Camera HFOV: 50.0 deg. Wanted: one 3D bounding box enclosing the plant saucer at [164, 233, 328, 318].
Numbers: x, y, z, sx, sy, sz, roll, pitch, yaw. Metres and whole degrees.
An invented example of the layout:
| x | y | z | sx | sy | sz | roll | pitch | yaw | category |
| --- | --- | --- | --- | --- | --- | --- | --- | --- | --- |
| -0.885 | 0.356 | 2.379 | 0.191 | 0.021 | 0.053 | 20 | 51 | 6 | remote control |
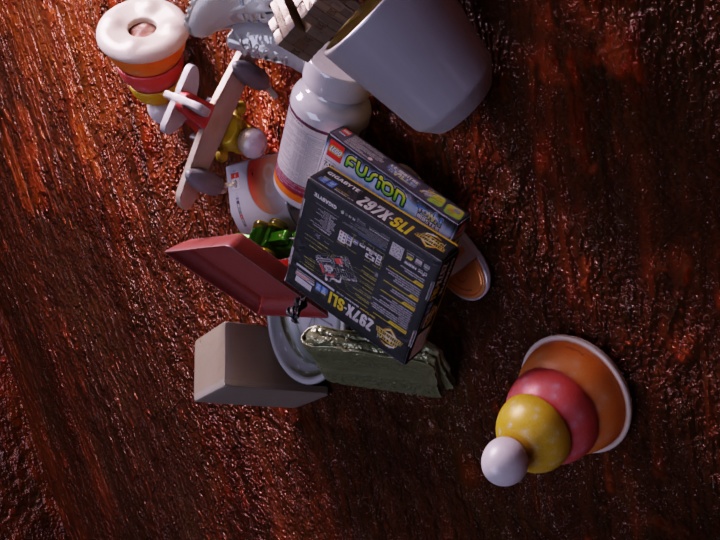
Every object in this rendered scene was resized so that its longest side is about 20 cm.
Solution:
| x | y | z | sx | sy | sz | roll | pitch | yaw | category |
| --- | --- | --- | --- | --- | --- | --- | --- | --- | --- |
| -0.164 | 0.006 | 1.144 | 0.199 | 0.037 | 0.197 | 39 | 156 | -33 | plant saucer |

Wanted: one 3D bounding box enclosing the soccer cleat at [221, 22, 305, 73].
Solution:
| x | y | z | sx | sy | sz | roll | pitch | yaw | category |
| --- | --- | --- | --- | --- | --- | --- | --- | --- | --- |
| -0.128 | -0.310 | 1.052 | 0.200 | 0.086 | 0.070 | 44 | 164 | 29 | soccer cleat |

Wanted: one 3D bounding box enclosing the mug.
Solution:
| x | y | z | sx | sy | sz | roll | pitch | yaw | category |
| --- | --- | --- | --- | --- | --- | --- | --- | --- | --- |
| 0.065 | -0.242 | 0.849 | 0.149 | 0.188 | 0.153 | -39 | 110 | 25 | mug |

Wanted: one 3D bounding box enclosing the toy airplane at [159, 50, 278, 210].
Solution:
| x | y | z | sx | sy | sz | roll | pitch | yaw | category |
| --- | --- | --- | --- | --- | --- | --- | --- | --- | --- |
| -0.199 | -0.210 | 1.116 | 0.139 | 0.200 | 0.202 | 25 | 134 | 7 | toy airplane |

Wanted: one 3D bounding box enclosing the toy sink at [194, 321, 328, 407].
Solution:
| x | y | z | sx | sy | sz | roll | pitch | yaw | category |
| --- | --- | --- | --- | --- | --- | --- | --- | --- | --- |
| -0.166 | 0.159 | 1.304 | 0.130 | 0.196 | 0.115 | -29 | 57 | 51 | toy sink |

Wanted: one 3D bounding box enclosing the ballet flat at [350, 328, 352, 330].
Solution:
| x | y | z | sx | sy | sz | roll | pitch | yaw | category |
| --- | --- | --- | --- | --- | --- | --- | --- | --- | --- |
| 0.000 | 0.000 | 1.097 | 0.066 | 0.056 | 0.205 | 4 | 112 | 46 | ballet flat |

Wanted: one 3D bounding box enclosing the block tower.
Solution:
| x | y | z | sx | sy | sz | roll | pitch | yaw | category |
| --- | --- | --- | --- | --- | --- | --- | --- | --- | --- |
| -0.015 | -0.316 | 0.819 | 0.199 | 0.057 | 0.055 | -38 | 61 | 26 | block tower |

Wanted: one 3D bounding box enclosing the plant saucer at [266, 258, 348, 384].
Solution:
| x | y | z | sx | sy | sz | roll | pitch | yaw | category |
| --- | --- | --- | --- | --- | --- | --- | --- | --- | --- |
| -0.072 | 0.072 | 1.198 | 0.198 | 0.049 | 0.206 | 4 | 95 | 49 | plant saucer |

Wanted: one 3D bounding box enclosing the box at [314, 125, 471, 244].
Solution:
| x | y | z | sx | sy | sz | roll | pitch | yaw | category |
| --- | --- | --- | --- | --- | --- | --- | --- | --- | --- |
| 0.029 | -0.074 | 0.939 | 0.199 | 0.035 | 0.111 | 37 | 129 | 18 | box |

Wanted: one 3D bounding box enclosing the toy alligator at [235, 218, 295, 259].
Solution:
| x | y | z | sx | sy | sz | roll | pitch | yaw | category |
| --- | --- | --- | --- | --- | --- | --- | --- | --- | --- |
| -0.116 | -0.038 | 1.127 | 0.198 | 0.060 | 0.054 | 0 | 153 | 47 | toy alligator |

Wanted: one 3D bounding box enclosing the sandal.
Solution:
| x | y | z | sx | sy | sz | roll | pitch | yaw | category |
| --- | --- | --- | --- | --- | --- | --- | --- | --- | --- |
| 0.081 | -0.041 | 0.983 | 0.208 | 0.059 | 0.079 | 54 | 139 | 14 | sandal |

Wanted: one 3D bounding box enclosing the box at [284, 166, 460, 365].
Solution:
| x | y | z | sx | sy | sz | roll | pitch | yaw | category |
| --- | --- | --- | --- | --- | --- | --- | --- | --- | --- |
| 0.007 | -0.007 | 0.932 | 0.198 | 0.049 | 0.162 | 33 | 130 | 21 | box |

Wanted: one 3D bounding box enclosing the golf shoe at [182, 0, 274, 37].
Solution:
| x | y | z | sx | sy | sz | roll | pitch | yaw | category |
| --- | --- | --- | --- | --- | --- | --- | --- | --- | --- |
| -0.138 | -0.348 | 0.994 | 0.198 | 0.078 | 0.098 | -33 | 84 | 14 | golf shoe |

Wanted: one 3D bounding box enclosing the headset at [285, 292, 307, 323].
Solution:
| x | y | z | sx | sy | sz | roll | pitch | yaw | category |
| --- | --- | --- | --- | --- | --- | --- | --- | --- | --- |
| 0.001 | 0.034 | 1.039 | 0.195 | 0.094 | 0.126 | -7 | 104 | 16 | headset |

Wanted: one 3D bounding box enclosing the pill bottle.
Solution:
| x | y | z | sx | sy | sz | roll | pitch | yaw | category |
| --- | --- | --- | --- | --- | --- | --- | --- | --- | --- |
| -0.047 | -0.185 | 1.013 | 0.109 | 0.108 | 0.202 | 43 | 136 | 24 | pill bottle |

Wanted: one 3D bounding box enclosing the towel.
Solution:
| x | y | z | sx | sy | sz | roll | pitch | yaw | category |
| --- | --- | --- | --- | --- | --- | --- | --- | --- | --- |
| 0.026 | 0.124 | 1.047 | 0.195 | 0.037 | 0.149 | 4 | 151 | 17 | towel |

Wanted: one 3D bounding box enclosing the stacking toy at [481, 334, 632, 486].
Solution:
| x | y | z | sx | sy | sz | roll | pitch | yaw | category |
| --- | --- | --- | --- | --- | --- | --- | --- | --- | --- |
| 0.194 | 0.172 | 0.854 | 0.145 | 0.198 | 0.149 | 24 | 126 | 38 | stacking toy |

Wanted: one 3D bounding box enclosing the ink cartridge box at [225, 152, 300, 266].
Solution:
| x | y | z | sx | sy | sz | roll | pitch | yaw | category |
| --- | --- | --- | --- | --- | --- | --- | --- | --- | --- |
| -0.144 | -0.072 | 1.196 | 0.160 | 0.049 | 0.205 | -3 | 90 | 49 | ink cartridge box |

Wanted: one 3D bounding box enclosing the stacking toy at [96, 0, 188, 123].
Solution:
| x | y | z | sx | sy | sz | roll | pitch | yaw | category |
| --- | --- | --- | --- | --- | --- | --- | --- | --- | --- |
| -0.344 | -0.328 | 1.279 | 0.146 | 0.145 | 0.202 | 43 | 153 | 24 | stacking toy |
